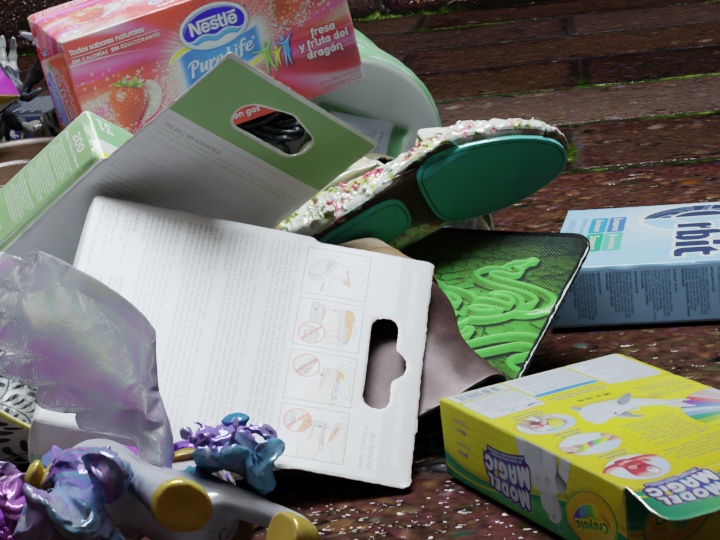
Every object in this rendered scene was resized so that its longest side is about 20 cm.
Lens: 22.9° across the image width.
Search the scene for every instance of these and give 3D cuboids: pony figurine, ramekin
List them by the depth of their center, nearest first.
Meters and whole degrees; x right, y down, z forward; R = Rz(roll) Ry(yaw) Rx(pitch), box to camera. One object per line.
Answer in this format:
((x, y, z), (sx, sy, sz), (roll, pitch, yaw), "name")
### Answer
((-0.111, 0.099, 0.795), (0.193, 0.167, 0.200), (23, 2, -17), "pony figurine")
((-0.032, -0.091, 1.370), (0.200, 0.200, 0.098), (-14, 23, -25), "ramekin")

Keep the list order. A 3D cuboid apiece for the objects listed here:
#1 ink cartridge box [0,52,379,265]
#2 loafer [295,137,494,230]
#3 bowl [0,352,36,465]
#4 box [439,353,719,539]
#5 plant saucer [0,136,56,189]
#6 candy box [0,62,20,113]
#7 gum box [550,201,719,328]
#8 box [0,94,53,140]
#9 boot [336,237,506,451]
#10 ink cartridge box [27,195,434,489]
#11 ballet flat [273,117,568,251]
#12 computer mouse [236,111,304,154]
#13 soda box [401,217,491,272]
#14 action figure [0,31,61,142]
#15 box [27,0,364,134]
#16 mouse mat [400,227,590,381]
((-0.109, -0.053, 1.058), (0.200, 0.048, 0.145), (-40, -38, 19), "ink cartridge box")
((0.034, -0.038, 1.269), (0.200, 0.076, 0.067), (17, -2, -44), "loafer")
((-0.237, 0.046, 1.031), (0.094, 0.201, 0.201), (-41, 4, 18), "bowl")
((0.136, 0.091, 0.861), (0.117, 0.048, 0.200), (-12, 13, -23), "box")
((-0.232, -0.052, 1.197), (0.200, 0.032, 0.200), (-6, 23, 2), "plant saucer")
((-0.349, -0.085, 1.213), (0.200, 0.061, 0.136), (-37, -10, 24), "candy box")
((0.235, -0.009, 1.215), (0.200, 0.045, 0.170), (-2, 14, 13), "gum box")
((-0.245, -0.067, 1.459), (0.200, 0.148, 0.104), (-5, 14, 9), "box")
((-0.035, 0.054, 1.010), (0.200, 0.072, 0.166), (-21, 37, -12), "boot")
((-0.067, 0.048, 0.976), (0.200, 0.050, 0.161), (12, 50, -5), "ink cartridge box")
((0.030, -0.054, 1.111), (0.200, 0.076, 0.064), (-24, 44, 1), "ballet flat")
((-0.121, -0.036, 1.226), (0.138, 0.200, 0.053), (-4, -32, 48), "computer mouse")
((0.000, 0.000, 1.199), (0.200, 0.068, 0.064), (4, 59, 36), "soda box")
((-0.228, -0.136, 1.315), (0.119, 0.200, 0.102), (8, 41, -41), "action figure")
((-0.112, -0.153, 1.217), (0.200, 0.095, 0.103), (-21, 25, -16), "box")
((0.027, 0.029, 1.083), (0.200, 0.008, 0.161), (4, 47, 34), "mouse mat")
